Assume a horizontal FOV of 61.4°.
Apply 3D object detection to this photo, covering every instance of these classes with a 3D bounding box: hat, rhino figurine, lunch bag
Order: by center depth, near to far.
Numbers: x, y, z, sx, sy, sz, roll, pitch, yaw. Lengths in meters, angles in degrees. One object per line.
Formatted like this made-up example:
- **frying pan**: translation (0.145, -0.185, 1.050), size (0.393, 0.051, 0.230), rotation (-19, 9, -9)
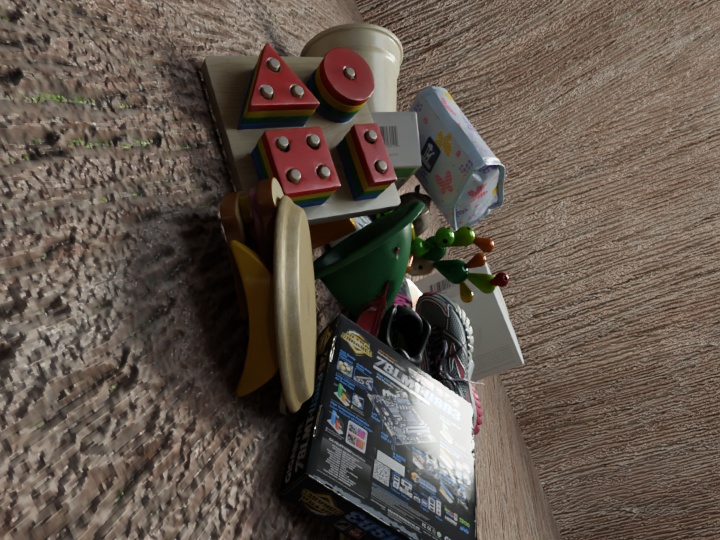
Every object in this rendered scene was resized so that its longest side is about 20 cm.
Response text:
- **hat**: translation (0.031, 0.044, 0.740), size (0.179, 0.197, 0.166), rotation (59, 9, -9)
- **rhino figurine**: translation (0.077, -0.094, 0.984), size (0.061, 0.086, 0.201), rotation (57, 17, -12)
- **lunch bag**: translation (0.145, -0.180, 0.987), size (0.172, 0.125, 0.200), rotation (57, -2, 20)

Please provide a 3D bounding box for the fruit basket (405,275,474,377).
- **fruit basket**: translation (0.088, 0.127, 0.897), size (0.201, 0.092, 0.188), rotation (51, 49, -33)

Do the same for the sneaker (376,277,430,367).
- **sneaker**: translation (0.051, 0.066, 0.791), size (0.072, 0.088, 0.204), rotation (23, 45, -19)

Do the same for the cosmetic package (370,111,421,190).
- **cosmetic package**: translation (0.018, -0.173, 0.953), size (0.200, 0.104, 0.088), rotation (137, -52, -77)

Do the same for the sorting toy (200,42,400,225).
- **sorting toy**: translation (-0.053, -0.161, 0.678), size (0.196, 0.069, 0.204), rotation (-12, 78, -33)

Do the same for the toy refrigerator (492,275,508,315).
- **toy refrigerator**: translation (0.214, 0.093, 1.313), size (0.077, 0.195, 0.070), rotation (62, 15, -22)

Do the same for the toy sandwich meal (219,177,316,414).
- **toy sandwich meal**: translation (-0.080, 0.023, 0.539), size (0.205, 0.068, 0.212), rotation (-3, 90, -90)

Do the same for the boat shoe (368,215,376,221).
- **boat shoe**: translation (0.017, -0.052, 1.022), size (0.200, 0.071, 0.074), rotation (46, 24, -46)

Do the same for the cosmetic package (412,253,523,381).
- **cosmetic package**: translation (0.195, 0.111, 1.214), size (0.124, 0.195, 0.203), rotation (-84, 149, -62)

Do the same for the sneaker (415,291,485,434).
- **sneaker**: translation (0.113, 0.127, 0.811), size (0.074, 0.079, 0.206), rotation (7, 66, -57)

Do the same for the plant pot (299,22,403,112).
- **plant pot**: translation (-0.009, -0.304, 1.103), size (0.200, 0.195, 0.189), rotation (34, 48, -66)

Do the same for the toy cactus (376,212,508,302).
- **toy cactus**: translation (0.099, -0.015, 0.856), size (0.165, 0.195, 0.105), rotation (133, -22, -73)

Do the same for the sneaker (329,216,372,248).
- **sneaker**: translation (0.000, 0.000, 0.889), size (0.203, 0.074, 0.093), rotation (62, 19, -22)

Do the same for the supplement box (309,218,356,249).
- **supplement box**: translation (-0.071, -0.150, 0.820), size (0.127, 0.072, 0.204), rotation (54, 21, -46)

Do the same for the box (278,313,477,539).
- **box**: translation (0.030, 0.169, 0.592), size (0.198, 0.050, 0.201), rotation (36, 32, -18)

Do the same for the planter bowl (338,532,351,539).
- **planter bowl**: translation (0.056, 0.319, 0.609), size (0.203, 0.082, 0.203), rotation (-90, 154, -55)
